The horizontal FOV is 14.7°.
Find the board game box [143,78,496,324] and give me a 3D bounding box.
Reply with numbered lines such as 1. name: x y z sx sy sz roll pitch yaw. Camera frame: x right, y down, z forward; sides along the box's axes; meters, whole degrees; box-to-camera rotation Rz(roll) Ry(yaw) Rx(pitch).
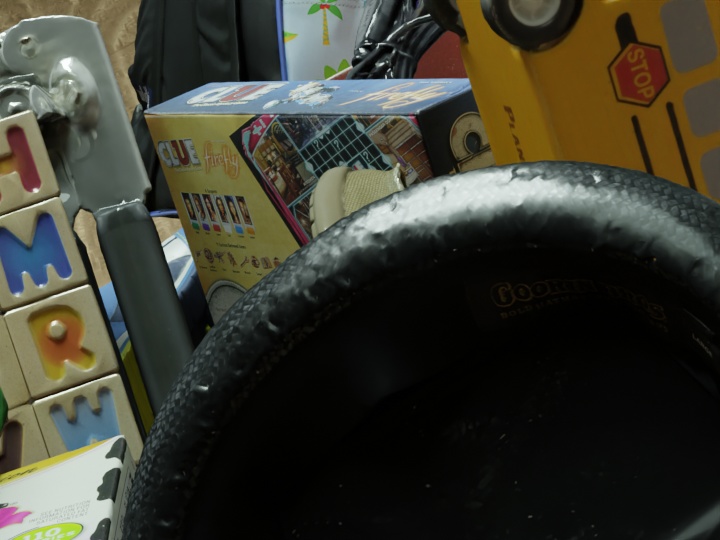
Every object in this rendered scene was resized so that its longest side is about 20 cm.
1. board game box: 0.000 0.000 1.000 0.034 0.136 0.200 -25 16 -27

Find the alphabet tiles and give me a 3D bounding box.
1. alphabet tiles: -0.174 0.032 0.986 0.166 0.201 0.006 -19 -8 -4

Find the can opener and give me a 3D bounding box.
1. can opener: -0.095 0.001 1.035 0.053 0.201 0.067 -18 -11 -2

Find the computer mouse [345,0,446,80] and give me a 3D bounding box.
1. computer mouse: 0.090 -0.095 1.077 0.199 0.044 0.110 -8 37 22

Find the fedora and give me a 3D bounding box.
1. fedora: 0.042 0.073 0.707 0.200 0.202 0.092 -13 -20 22

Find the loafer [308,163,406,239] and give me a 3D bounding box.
1. loafer: 0.035 0.037 0.848 0.067 0.076 0.200 -17 45 -6

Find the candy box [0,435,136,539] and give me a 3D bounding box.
1. candy box: -0.130 0.124 0.841 0.136 0.061 0.200 -18 13 3

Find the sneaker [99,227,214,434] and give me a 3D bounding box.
1. sneaker: -0.086 0.028 1.139 0.082 0.074 0.200 -14 13 24

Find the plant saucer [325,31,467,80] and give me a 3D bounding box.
1. plant saucer: 0.038 -0.063 1.231 0.199 0.037 0.200 -28 -13 -11

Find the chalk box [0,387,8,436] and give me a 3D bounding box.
1. chalk box: -0.197 0.042 0.857 0.124 0.124 0.200 -20 13 6

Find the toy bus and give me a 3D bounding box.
1. toy bus: 0.085 -0.031 0.872 0.078 0.201 0.065 -22 14 -14

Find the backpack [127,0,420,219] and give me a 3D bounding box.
1. backpack: -0.032 -0.126 1.400 0.146 0.201 0.183 -3 3 -30
